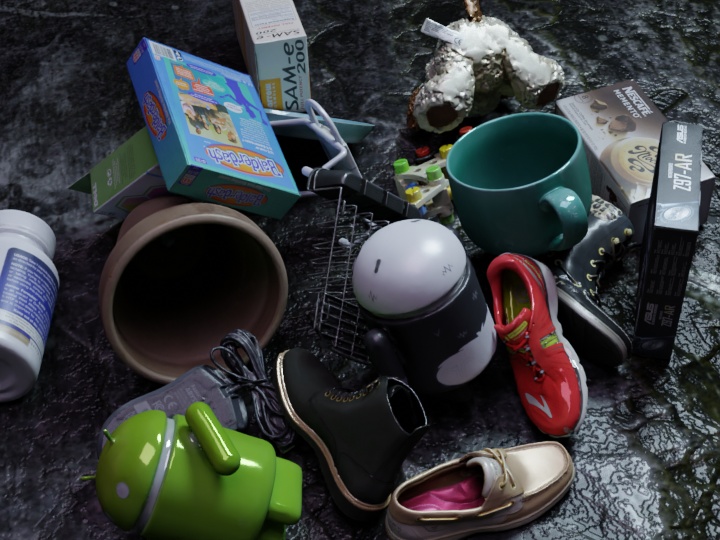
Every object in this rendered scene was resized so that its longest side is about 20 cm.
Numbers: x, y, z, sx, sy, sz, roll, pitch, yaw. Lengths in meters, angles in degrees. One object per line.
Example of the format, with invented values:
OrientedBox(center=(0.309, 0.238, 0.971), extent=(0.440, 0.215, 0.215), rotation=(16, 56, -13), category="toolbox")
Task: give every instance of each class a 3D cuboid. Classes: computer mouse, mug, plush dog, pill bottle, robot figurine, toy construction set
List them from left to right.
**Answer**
OrientedBox(center=(-0.399, 0.034, 1.272), extent=(0.119, 0.120, 0.201), rotation=(-2, 47, 3), category="pill bottle")
OrientedBox(center=(-0.174, 0.160, 1.180), extent=(0.199, 0.053, 0.139), rotation=(-25, 72, -19), category="computer mouse")
OrientedBox(center=(-0.156, 0.200, 1.076), extent=(0.199, 0.176, 0.116), rotation=(19, 36, -14), category="robot figurine")
OrientedBox(center=(0.065, 0.043, 1.169), extent=(0.124, 0.201, 0.151), rotation=(-21, 35, 6), category="robot figurine")
OrientedBox(center=(0.125, -0.114, 1.387), extent=(0.199, 0.093, 0.131), rotation=(-11, 22, -17), category="toy construction set")
OrientedBox(center=(0.137, -0.251, 1.465), extent=(0.199, 0.172, 0.161), rotation=(-15, 79, -13), category="plush dog")
OrientedBox(center=(0.176, -0.076, 1.254), extent=(0.151, 0.115, 0.186), rotation=(-6, 37, 17), category="mug")

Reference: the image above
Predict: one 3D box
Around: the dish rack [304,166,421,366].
OrientedBox(center=(0.000, 0.000, 1.238), extent=(0.054, 0.153, 0.201), rotation=(-6, 70, 42), category="dish rack")

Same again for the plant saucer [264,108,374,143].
OrientedBox(center=(-0.082, -0.184, 1.446), extent=(0.199, 0.028, 0.200), rotation=(8, 9, -1), category="plant saucer")

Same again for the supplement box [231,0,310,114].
OrientedBox(center=(-0.125, -0.321, 1.576), extent=(0.073, 0.126, 0.201), rotation=(-12, 48, -9), category="supplement box")

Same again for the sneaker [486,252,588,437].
OrientedBox(center=(0.170, 0.076, 1.179), extent=(0.077, 0.085, 0.201), rotation=(-27, 66, 29), category="sneaker")

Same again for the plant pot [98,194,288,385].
OrientedBox(center=(-0.197, -0.002, 1.260), extent=(0.199, 0.201, 0.175), rotation=(-18, 32, -13), category="plant pot")

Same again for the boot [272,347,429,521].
OrientedBox(center=(-0.005, 0.123, 1.127), extent=(0.077, 0.139, 0.200), rotation=(-9, 51, -39), category="boot")

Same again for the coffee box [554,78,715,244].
OrientedBox(center=(0.327, -0.133, 1.398), extent=(0.112, 0.080, 0.201), rotation=(-16, 48, -9), category="coffee box")

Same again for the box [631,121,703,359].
OrientedBox(center=(0.326, -0.030, 1.221), extent=(0.043, 0.201, 0.161), rotation=(7, 49, 11), category="box")

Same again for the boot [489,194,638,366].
OrientedBox(center=(0.261, 0.003, 1.275), extent=(0.153, 0.074, 0.203), rotation=(-34, 49, -18), category="boot")

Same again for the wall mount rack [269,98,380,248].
OrientedBox(center=(-0.056, -0.115, 1.349), extent=(0.074, 0.200, 0.174), rotation=(-36, 41, -11), category="wall mount rack")

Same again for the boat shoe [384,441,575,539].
OrientedBox(center=(0.118, 0.209, 1.104), extent=(0.199, 0.069, 0.074), rotation=(-20, 49, -14), category="boat shoe")

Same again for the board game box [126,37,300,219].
OrientedBox(center=(-0.163, -0.156, 1.264), extent=(0.152, 0.045, 0.201), rotation=(14, 40, -41), category="board game box")

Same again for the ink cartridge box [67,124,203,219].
OrientedBox(center=(-0.248, -0.101, 1.344), extent=(0.103, 0.200, 0.060), rotation=(11, 62, -43), category="ink cartridge box")
